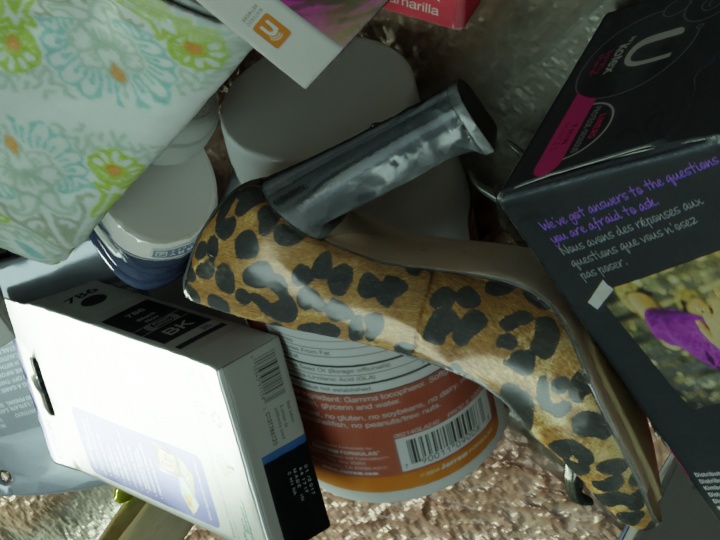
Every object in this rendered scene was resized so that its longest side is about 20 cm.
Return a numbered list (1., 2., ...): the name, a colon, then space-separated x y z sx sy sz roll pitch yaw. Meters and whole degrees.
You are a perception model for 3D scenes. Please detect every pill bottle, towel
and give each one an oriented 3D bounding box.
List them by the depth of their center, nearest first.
1. towel: -0.150 -0.084 0.805 0.171 0.048 0.200 28 140 -20
2. pill bottle: 0.000 0.000 0.953 0.112 0.112 0.200 11 136 26

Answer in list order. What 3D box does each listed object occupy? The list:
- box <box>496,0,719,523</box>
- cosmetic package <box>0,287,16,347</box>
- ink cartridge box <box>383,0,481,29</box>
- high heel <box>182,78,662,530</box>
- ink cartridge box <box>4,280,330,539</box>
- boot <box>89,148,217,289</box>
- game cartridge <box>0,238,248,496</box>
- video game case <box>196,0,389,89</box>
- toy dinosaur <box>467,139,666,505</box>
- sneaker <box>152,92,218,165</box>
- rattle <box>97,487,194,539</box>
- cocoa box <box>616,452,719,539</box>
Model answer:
1. box: 0.162 -0.002 0.825 0.106 0.122 0.200 -13 123 41
2. cosmetic package: -0.244 -0.013 1.035 0.085 0.107 0.200 60 179 -30
3. ink cartridge box: 0.005 -0.215 0.691 0.144 0.145 0.200 21 141 15
4. high heel: 0.026 0.038 0.853 0.142 0.071 0.200 -27 100 17
5. ink cartridge box: -0.096 0.063 1.000 0.200 0.039 0.100 14 126 50
6. boot: -0.128 -0.087 0.952 0.090 0.073 0.201 129 120 -71
7. game cartridge: -0.148 0.046 1.082 0.199 0.040 0.134 -15 106 23
8. video game case: -0.034 -0.166 0.624 0.181 0.036 0.200 39 141 -9
9. toy dinosaur: 0.112 0.033 0.943 0.077 0.103 0.200 -19 143 1
10. sneaker: -0.098 -0.149 0.860 0.115 0.074 0.201 -32 86 47
11. rattle: -0.160 0.135 1.134 0.143 0.200 0.130 47 154 -21
12. cocoa box: 0.202 0.190 0.993 0.199 0.134 0.131 28 142 7
